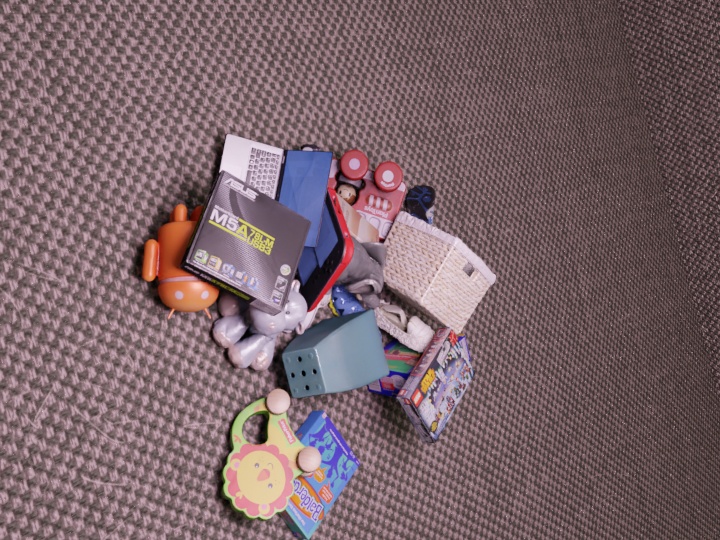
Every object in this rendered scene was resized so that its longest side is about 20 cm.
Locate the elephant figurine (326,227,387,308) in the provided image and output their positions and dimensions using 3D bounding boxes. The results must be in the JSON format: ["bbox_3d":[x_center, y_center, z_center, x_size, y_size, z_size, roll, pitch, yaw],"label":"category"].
[{"bbox_3d":[0.000,0.000,1.470,0.196,0.155,0.145,22,94,-23],"label":"elephant figurine"}]

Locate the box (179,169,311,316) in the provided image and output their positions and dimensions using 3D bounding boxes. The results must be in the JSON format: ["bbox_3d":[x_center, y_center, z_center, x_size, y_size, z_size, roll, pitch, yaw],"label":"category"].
[{"bbox_3d":[-0.201,-0.049,1.276,0.197,0.047,0.197,30,61,-22],"label":"box"}]

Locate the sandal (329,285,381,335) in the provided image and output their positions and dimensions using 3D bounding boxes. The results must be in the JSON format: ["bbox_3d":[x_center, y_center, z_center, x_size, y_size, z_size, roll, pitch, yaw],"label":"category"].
[{"bbox_3d":[-0.007,0.104,1.582,0.079,0.086,0.204,-30,100,-40],"label":"sandal"}]

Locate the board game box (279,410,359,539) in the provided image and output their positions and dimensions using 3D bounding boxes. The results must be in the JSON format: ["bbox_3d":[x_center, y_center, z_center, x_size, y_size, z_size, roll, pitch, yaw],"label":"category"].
[{"bbox_3d":[-0.102,0.415,1.451,0.201,0.044,0.154,-49,114,-37],"label":"board game box"}]

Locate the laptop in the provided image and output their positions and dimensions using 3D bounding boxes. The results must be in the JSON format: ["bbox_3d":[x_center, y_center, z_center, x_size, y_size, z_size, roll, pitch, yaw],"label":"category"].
[{"bbox_3d":[-0.177,-0.158,1.390,0.195,0.115,0.193,12,86,-22],"label":"laptop"}]

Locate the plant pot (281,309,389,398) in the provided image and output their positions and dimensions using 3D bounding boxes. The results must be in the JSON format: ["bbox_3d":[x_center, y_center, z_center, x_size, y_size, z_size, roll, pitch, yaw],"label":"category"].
[{"bbox_3d":[-0.059,0.181,1.444,0.199,0.139,0.145,-19,94,-58],"label":"plant pot"}]

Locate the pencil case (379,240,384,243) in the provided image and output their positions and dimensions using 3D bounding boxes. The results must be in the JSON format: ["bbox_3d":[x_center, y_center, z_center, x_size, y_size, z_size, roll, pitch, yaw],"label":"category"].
[{"bbox_3d":[0.098,-0.037,1.713,0.200,0.087,0.090,46,54,-27],"label":"pencil case"}]

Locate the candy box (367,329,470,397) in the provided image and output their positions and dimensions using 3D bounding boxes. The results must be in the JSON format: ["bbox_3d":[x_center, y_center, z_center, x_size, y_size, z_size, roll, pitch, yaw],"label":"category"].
[{"bbox_3d":[0.131,0.211,1.629,0.198,0.166,0.079,-31,115,-43],"label":"candy box"}]

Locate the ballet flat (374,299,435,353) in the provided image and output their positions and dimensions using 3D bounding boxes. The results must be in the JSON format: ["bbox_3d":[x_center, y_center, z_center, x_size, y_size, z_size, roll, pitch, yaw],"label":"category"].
[{"bbox_3d":[0.100,0.124,1.604,0.071,0.197,0.073,-29,132,-39],"label":"ballet flat"}]

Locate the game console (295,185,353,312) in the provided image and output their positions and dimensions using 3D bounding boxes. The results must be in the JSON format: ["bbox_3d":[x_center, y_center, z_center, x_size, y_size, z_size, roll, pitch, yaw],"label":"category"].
[{"bbox_3d":[-0.085,-0.048,1.392,0.030,0.178,0.203,15,39,-34],"label":"game console"}]

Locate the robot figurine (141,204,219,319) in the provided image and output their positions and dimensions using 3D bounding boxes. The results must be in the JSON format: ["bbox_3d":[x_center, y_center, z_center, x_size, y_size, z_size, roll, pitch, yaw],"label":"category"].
[{"bbox_3d":[-0.311,-0.014,1.293,0.143,0.114,0.206,18,67,-63],"label":"robot figurine"}]

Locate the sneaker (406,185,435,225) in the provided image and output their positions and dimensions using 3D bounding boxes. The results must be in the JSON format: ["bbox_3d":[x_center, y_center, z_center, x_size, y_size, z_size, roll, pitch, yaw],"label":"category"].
[{"bbox_3d":[0.149,-0.133,1.802,0.078,0.074,0.203,84,18,-52],"label":"sneaker"}]

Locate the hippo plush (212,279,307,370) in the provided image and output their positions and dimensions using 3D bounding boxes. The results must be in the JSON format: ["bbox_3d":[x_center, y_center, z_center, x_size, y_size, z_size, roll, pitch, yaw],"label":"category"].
[{"bbox_3d":[-0.170,0.108,1.370,0.197,0.159,0.164,1,80,-43],"label":"hippo plush"}]

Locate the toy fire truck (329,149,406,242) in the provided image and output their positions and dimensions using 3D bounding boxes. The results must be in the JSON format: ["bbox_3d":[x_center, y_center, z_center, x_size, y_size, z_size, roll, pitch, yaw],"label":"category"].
[{"bbox_3d":[0.005,-0.168,1.615,0.195,0.112,0.172,17,85,-2],"label":"toy fire truck"}]

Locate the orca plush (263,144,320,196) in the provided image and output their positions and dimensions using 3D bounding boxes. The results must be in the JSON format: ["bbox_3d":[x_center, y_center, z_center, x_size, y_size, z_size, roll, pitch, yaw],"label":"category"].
[{"bbox_3d":[-0.165,-0.196,1.527,0.103,0.072,0.202,20,52,10],"label":"orca plush"}]

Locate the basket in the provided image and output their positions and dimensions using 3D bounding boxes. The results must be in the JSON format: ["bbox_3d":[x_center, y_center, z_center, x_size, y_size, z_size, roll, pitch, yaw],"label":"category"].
[{"bbox_3d":[0.155,0.005,1.575,0.197,0.199,0.163,37,85,-45],"label":"basket"}]

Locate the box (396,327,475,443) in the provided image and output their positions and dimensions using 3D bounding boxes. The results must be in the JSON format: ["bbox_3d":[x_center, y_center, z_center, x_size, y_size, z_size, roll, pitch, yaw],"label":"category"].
[{"bbox_3d":[0.165,0.243,1.514,0.201,0.039,0.138,-52,124,-33],"label":"box"}]

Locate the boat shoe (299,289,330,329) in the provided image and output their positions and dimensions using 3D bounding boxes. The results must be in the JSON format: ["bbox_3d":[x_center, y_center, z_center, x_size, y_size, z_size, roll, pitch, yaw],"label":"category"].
[{"bbox_3d":[-0.091,0.045,1.526,0.069,0.070,0.204,35,51,-32],"label":"boat shoe"}]

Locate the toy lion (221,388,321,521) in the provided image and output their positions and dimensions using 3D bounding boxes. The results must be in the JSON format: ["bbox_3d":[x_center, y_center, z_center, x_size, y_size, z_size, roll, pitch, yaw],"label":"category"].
[{"bbox_3d":[-0.185,0.357,1.348,0.189,0.069,0.203,-25,76,-27],"label":"toy lion"}]

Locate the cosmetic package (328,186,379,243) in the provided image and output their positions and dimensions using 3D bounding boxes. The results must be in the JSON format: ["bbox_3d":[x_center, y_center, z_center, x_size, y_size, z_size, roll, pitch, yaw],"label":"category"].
[{"bbox_3d":[-0.057,-0.096,1.534,0.199,0.087,0.104,38,29,-22],"label":"cosmetic package"}]
